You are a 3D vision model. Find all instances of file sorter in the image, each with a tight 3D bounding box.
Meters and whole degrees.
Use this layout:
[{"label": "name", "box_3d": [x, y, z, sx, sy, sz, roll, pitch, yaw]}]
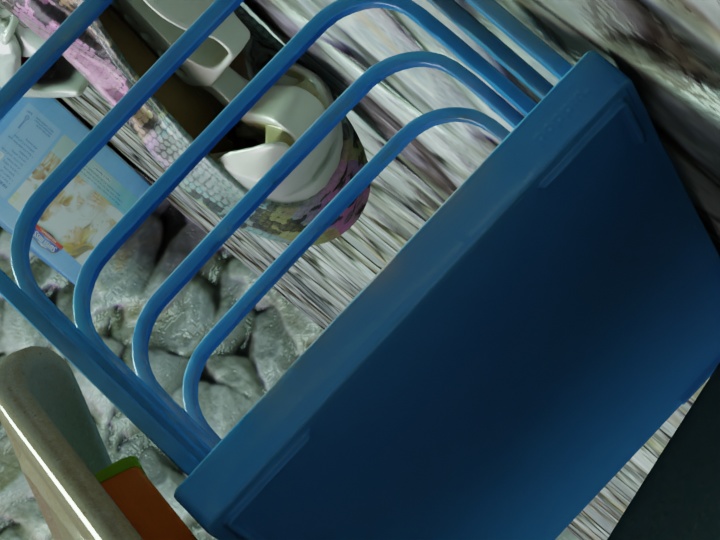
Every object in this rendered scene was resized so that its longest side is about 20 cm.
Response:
[{"label": "file sorter", "box_3d": [0.000, 0.000, 0.779, 0.123, 0.139, 0.200, 43, 178, 24]}]

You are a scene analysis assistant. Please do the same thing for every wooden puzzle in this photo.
[{"label": "wooden puzzle", "box_3d": [-0.018, 0.130, 0.695, 0.200, 0.037, 0.185, 52, 164, 53]}]

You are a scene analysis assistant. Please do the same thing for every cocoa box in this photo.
[{"label": "cocoa box", "box_3d": [-0.326, -0.101, 3.016, 0.200, 0.133, 0.131, 43, 175, -34]}]

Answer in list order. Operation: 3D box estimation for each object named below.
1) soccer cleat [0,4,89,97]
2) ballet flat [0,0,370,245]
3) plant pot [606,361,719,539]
[{"label": "soccer cleat", "box_3d": [-0.232, -0.169, 1.811, 0.086, 0.070, 0.200, 16, 164, 40]}, {"label": "ballet flat", "box_3d": [-0.056, -0.074, 1.093, 0.200, 0.069, 0.071, 43, 156, -28]}, {"label": "plant pot", "box_3d": [0.138, 0.155, 0.698, 0.196, 0.200, 0.196, 43, 175, -27]}]
